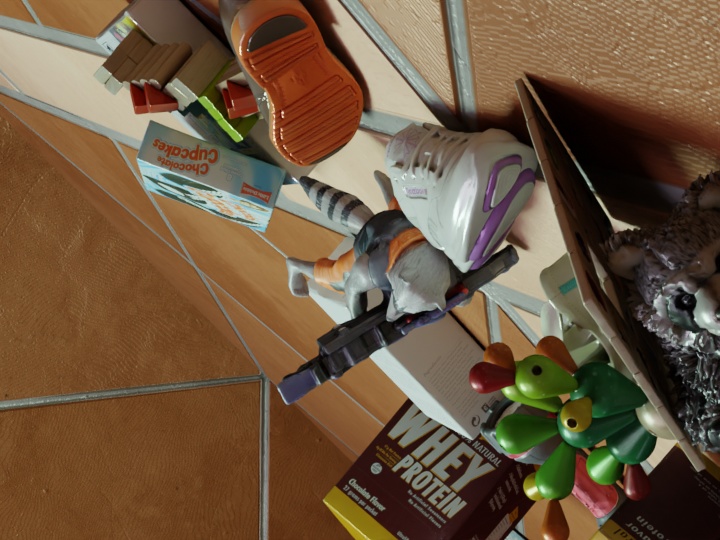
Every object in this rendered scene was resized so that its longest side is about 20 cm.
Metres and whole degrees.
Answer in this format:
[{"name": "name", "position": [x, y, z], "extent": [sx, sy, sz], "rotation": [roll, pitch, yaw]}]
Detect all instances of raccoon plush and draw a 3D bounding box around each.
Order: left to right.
[{"name": "raccoon plush", "position": [0.168, 0.015, 0.877], "extent": [0.134, 0.097, 0.200], "rotation": [52, 169, -12]}]

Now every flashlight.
[{"name": "flashlight", "position": [0.203, 0.196, 1.572], "extent": [0.200, 0.068, 0.068], "rotation": [45, 165, -12]}]

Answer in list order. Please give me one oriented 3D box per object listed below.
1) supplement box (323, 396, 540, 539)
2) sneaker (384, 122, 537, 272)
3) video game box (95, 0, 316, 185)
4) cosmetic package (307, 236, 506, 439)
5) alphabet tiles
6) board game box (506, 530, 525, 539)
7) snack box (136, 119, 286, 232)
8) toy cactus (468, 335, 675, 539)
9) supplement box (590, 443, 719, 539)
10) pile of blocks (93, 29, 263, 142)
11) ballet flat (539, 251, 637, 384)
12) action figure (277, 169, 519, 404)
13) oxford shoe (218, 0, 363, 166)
[{"name": "supplement box", "position": [0.089, 0.233, 1.774], "extent": [0.132, 0.200, 0.198], "rotation": [37, 170, 22]}, {"name": "sneaker", "position": [0.054, -0.053, 1.043], "extent": [0.099, 0.075, 0.200], "rotation": [39, 170, 4]}, {"name": "video game box", "position": [-0.132, -0.153, 1.422], "extent": [0.200, 0.047, 0.182], "rotation": [44, 171, -14]}, {"name": "cosmetic package", "position": [0.047, 0.064, 1.588], "extent": [0.200, 0.071, 0.101], "rotation": [46, 169, -26]}, {"name": "alphabet tiles", "position": [0.143, 0.012, 0.914], "extent": [0.200, 0.007, 0.168], "rotation": [51, -160, -43]}, {"name": "board game box", "position": [0.247, 0.449, 2.556], "extent": [0.198, 0.043, 0.200], "rotation": [37, 169, 23]}, {"name": "snack box", "position": [-0.124, -0.076, 1.383], "extent": [0.115, 0.038, 0.200], "rotation": [20, 175, -3]}, {"name": "toy cactus", "position": [0.162, 0.098, 1.054], "extent": [0.200, 0.163, 0.103], "rotation": [55, -152, -47]}, {"name": "supplement box", "position": [0.242, 0.260, 1.188], "extent": [0.197, 0.133, 0.200], "rotation": [40, -153, 13]}, {"name": "pile of blocks", "position": [-0.133, -0.133, 1.291], "extent": [0.198, 0.062, 0.083], "rotation": [11, 142, 37]}, {"name": "ballet flat", "position": [0.151, 0.040, 1.093], "extent": [0.069, 0.070, 0.200], "rotation": [37, 168, 25]}, {"name": "action figure", "position": [0.000, 0.000, 1.189], "extent": [0.105, 0.199, 0.193], "rotation": [63, 163, -22]}, {"name": "oxford shoe", "position": [-0.049, -0.143, 1.136], "extent": [0.073, 0.071, 0.201], "rotation": [58, 175, 29]}]
